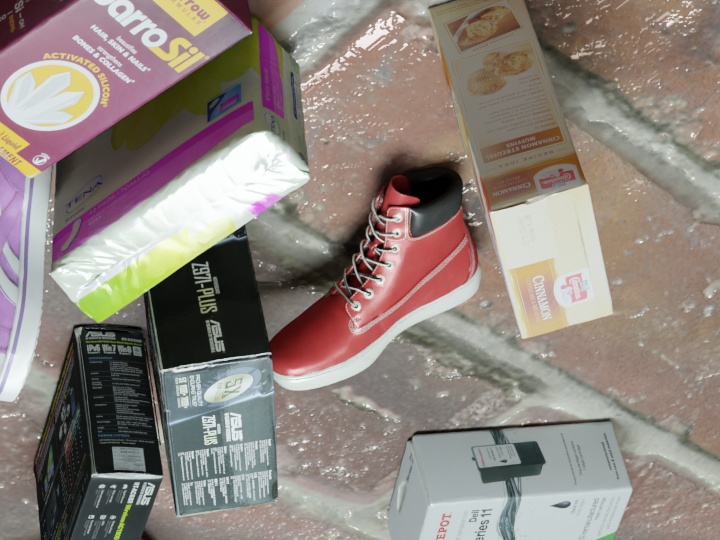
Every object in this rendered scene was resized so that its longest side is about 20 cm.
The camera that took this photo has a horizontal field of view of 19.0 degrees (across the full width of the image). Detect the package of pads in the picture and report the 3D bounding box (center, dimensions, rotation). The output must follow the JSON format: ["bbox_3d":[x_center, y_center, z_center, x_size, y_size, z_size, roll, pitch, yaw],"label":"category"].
[{"bbox_3d":[-0.131,-0.076,1.522,0.200,0.155,0.068,-33,124,19],"label":"package of pads"}]

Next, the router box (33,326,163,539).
[{"bbox_3d":[-0.221,0.166,1.791,0.062,0.150,0.200,3,139,-20],"label":"router box"}]

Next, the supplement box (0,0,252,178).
[{"bbox_3d":[-0.186,-0.165,1.449,0.200,0.086,0.110,-31,138,19],"label":"supplement box"}]

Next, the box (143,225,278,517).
[{"bbox_3d":[-0.120,0.068,1.692,0.086,0.164,0.200,-8,141,-7],"label":"box"}]

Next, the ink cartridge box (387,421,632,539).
[{"bbox_3d":[0.137,0.221,2.020,0.199,0.083,0.147,-3,140,-13],"label":"ink cartridge box"}]

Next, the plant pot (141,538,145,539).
[{"bbox_3d":[-0.245,0.352,1.978,0.182,0.201,0.201,-26,141,2],"label":"plant pot"}]

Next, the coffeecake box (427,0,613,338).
[{"bbox_3d":[0.116,-0.079,1.556,0.073,0.200,0.154,-16,141,2],"label":"coffeecake box"}]

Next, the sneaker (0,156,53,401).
[{"bbox_3d":[-0.285,-0.008,1.551,0.114,0.201,0.073,4,174,-18],"label":"sneaker"}]

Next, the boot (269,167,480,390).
[{"bbox_3d":[0.000,0.000,1.697,0.200,0.072,0.145,-32,142,-14],"label":"boot"}]
